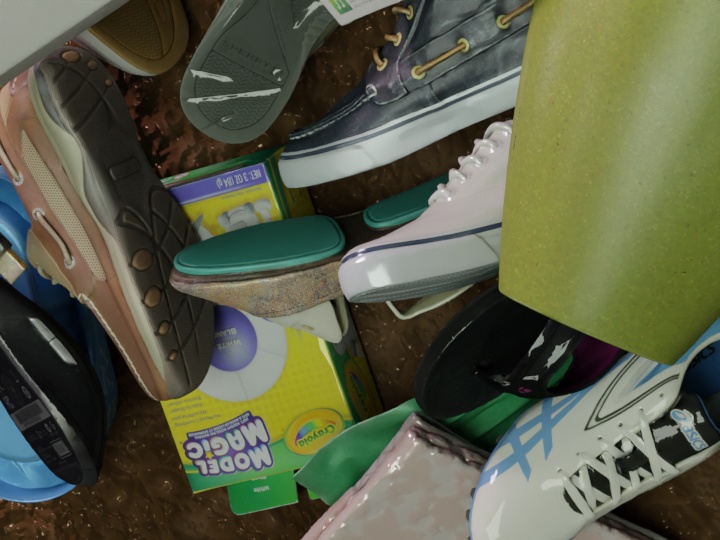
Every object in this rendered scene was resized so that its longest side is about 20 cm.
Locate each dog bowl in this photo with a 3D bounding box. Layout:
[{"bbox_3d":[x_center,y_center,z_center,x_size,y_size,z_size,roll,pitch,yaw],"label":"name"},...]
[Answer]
[{"bbox_3d":[-0.201,0.032,1.625,0.111,0.050,0.201,-7,104,23],"label":"dog bowl"}]

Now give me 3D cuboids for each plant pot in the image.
[{"bbox_3d":[0.146,-0.064,1.351,0.187,0.187,0.201,24,94,12],"label":"plant pot"}]

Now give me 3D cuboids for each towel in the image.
[{"bbox_3d":[0.052,0.183,1.538,0.200,0.032,0.191,28,117,-23],"label":"towel"}]

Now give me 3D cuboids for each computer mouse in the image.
[{"bbox_3d":[-0.185,0.021,1.535,0.200,0.046,0.140,53,155,2],"label":"computer mouse"}]

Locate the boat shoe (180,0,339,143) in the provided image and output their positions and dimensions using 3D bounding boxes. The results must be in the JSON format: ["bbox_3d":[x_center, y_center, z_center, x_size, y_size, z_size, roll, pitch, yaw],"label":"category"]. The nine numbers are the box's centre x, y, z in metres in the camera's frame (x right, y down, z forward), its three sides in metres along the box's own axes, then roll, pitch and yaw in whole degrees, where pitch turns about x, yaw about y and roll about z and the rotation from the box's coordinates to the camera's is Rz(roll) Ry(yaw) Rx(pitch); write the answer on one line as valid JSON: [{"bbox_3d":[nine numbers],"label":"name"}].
[{"bbox_3d":[-0.028,-0.159,1.490,0.074,0.065,0.202,29,115,-8],"label":"boat shoe"}]

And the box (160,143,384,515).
[{"bbox_3d":[-0.063,0.041,1.576,0.117,0.048,0.201,-15,103,25],"label":"box"}]

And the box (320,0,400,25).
[{"bbox_3d":[-0.027,-0.216,1.362,0.200,0.036,0.144,48,153,-16],"label":"box"}]

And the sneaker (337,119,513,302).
[{"bbox_3d":[0.072,-0.038,1.444,0.071,0.199,0.073,69,156,5],"label":"sneaker"}]

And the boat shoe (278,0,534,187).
[{"bbox_3d":[0.034,-0.116,1.479,0.200,0.071,0.091,-22,97,19],"label":"boat shoe"}]

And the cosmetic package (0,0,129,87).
[{"bbox_3d":[-0.159,-0.179,1.462,0.200,0.085,0.108,-34,93,-12],"label":"cosmetic package"}]

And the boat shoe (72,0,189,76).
[{"bbox_3d":[-0.180,-0.176,1.545,0.200,0.071,0.069,44,143,-6],"label":"boat shoe"}]

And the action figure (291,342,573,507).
[{"bbox_3d":[0.069,0.065,1.512,0.200,0.055,0.118,-43,133,16],"label":"action figure"}]

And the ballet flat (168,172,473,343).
[{"bbox_3d":[0.000,0.000,1.498,0.199,0.068,0.067,-15,113,1],"label":"ballet flat"}]

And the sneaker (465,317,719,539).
[{"bbox_3d":[0.139,0.086,1.452,0.200,0.072,0.072,-38,110,-5],"label":"sneaker"}]

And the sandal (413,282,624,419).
[{"bbox_3d":[0.119,0.022,1.432,0.200,0.048,0.075,-28,140,-7],"label":"sandal"}]

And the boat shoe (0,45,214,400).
[{"bbox_3d":[-0.142,-0.021,1.528,0.072,0.076,0.201,-24,87,30],"label":"boat shoe"}]
